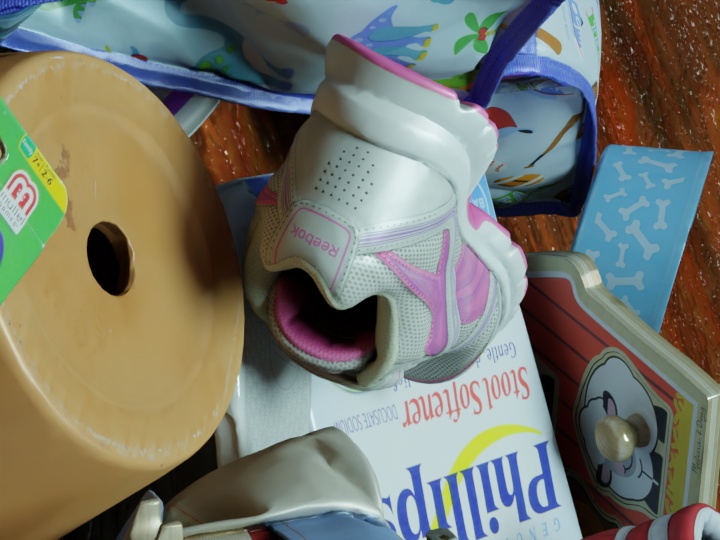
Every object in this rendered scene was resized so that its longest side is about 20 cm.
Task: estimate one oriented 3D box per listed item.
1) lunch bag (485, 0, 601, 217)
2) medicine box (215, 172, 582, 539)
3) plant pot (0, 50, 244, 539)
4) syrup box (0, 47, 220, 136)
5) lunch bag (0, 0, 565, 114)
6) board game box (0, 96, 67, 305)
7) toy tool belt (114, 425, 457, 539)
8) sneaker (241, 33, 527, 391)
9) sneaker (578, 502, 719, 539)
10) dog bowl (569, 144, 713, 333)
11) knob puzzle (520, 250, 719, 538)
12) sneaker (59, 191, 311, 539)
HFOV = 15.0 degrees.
[{"bbox_3d":[0.045,-0.127,1.202,0.200,0.124,0.170,97,-13,-74],"label":"lunch bag"},{"bbox_3d":[-0.011,0.063,1.100,0.182,0.103,0.200,-12,86,-58],"label":"medicine box"},{"bbox_3d":[-0.132,0.013,0.898,0.200,0.140,0.200,30,53,-49],"label":"plant pot"},{"bbox_3d":[-0.138,-0.122,0.987,0.200,0.079,0.081,57,38,-15],"label":"syrup box"},{"bbox_3d":[-0.042,-0.152,0.935,0.200,0.127,0.170,3,65,-15],"label":"lunch bag"},{"bbox_3d":[-0.159,0.021,0.736,0.200,0.030,0.096,-54,133,-26],"label":"board game box"},{"bbox_3d":[-0.036,0.127,0.846,0.200,0.123,0.125,-142,-139,-68],"label":"toy tool belt"},{"bbox_3d":[0.000,0.000,0.949,0.088,0.081,0.200,-56,159,-15],"label":"sneaker"},{"bbox_3d":[0.140,0.186,1.042,0.071,0.112,0.200,-16,78,-59],"label":"sneaker"},{"bbox_3d":[0.111,0.030,1.260,0.112,0.050,0.200,-62,169,-59],"label":"dog bowl"},{"bbox_3d":[0.080,0.081,1.193,0.030,0.220,0.220,-17,90,-27],"label":"knob puzzle"},{"bbox_3d":[-0.072,0.071,0.986,0.071,0.099,0.200,-25,114,-66],"label":"sneaker"}]
